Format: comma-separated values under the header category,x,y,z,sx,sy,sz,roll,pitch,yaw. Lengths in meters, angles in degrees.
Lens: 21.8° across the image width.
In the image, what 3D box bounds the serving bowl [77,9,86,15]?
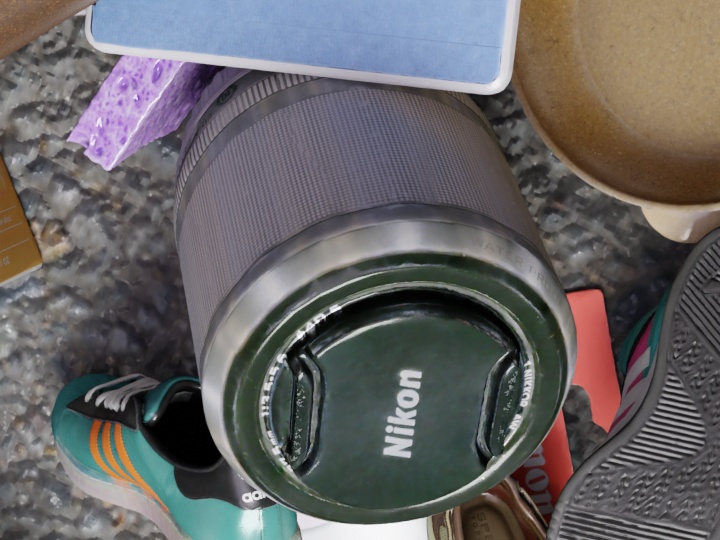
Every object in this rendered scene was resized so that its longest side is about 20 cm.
category,x,y,z,sx,sy,sz,roll,pitch,yaw
serving bowl,-0.133,-0.225,0.911,0.199,0.066,0.201,2,98,16

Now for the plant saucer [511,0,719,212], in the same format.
category,x,y,z,sx,sy,sz,roll,pitch,yaw
plant saucer,0.154,-0.125,0.821,0.199,0.035,0.201,-2,87,36

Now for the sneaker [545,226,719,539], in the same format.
category,x,y,z,sx,sy,sz,roll,pitch,yaw
sneaker,0.144,0.080,0.874,0.083,0.121,0.201,26,85,13

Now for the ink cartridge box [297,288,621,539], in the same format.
category,x,y,z,sx,sy,sz,roll,pitch,yaw
ink cartridge box,0.034,0.103,0.951,0.199,0.057,0.163,-8,99,19

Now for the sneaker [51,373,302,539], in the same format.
category,x,y,z,sx,sy,sz,roll,pitch,yaw
sneaker,-0.092,0.079,0.919,0.200,0.071,0.080,26,126,48

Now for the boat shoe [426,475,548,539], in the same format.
category,x,y,z,sx,sy,sz,roll,pitch,yaw
boat shoe,0.083,0.182,0.869,0.074,0.075,0.203,-21,68,-14

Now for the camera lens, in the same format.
category,x,y,z,sx,sy,sz,roll,pitch,yaw
camera lens,0.000,0.000,0.835,0.159,0.200,0.161,-6,127,-8

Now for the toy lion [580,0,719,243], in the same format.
category,x,y,z,sx,sy,sz,roll,pitch,yaw
toy lion,0.188,-0.137,0.865,0.199,0.069,0.192,-29,87,17

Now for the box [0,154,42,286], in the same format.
category,x,y,z,sx,sy,sz,roll,pitch,yaw
box,-0.258,-0.069,0.944,0.097,0.124,0.201,-19,97,15

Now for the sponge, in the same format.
category,x,y,z,sx,sy,sz,roll,pitch,yaw
sponge,-0.059,-0.140,0.890,0.030,0.112,0.200,38,107,1

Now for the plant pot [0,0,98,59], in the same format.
category,x,y,z,sx,sy,sz,roll,pitch,yaw
plant pot,-0.180,-0.164,0.757,0.198,0.200,0.201,-25,95,7

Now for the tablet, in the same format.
category,x,y,z,sx,sy,sz,roll,pitch,yaw
tablet,-0.025,-0.151,0.810,0.199,0.014,0.131,8,98,17
